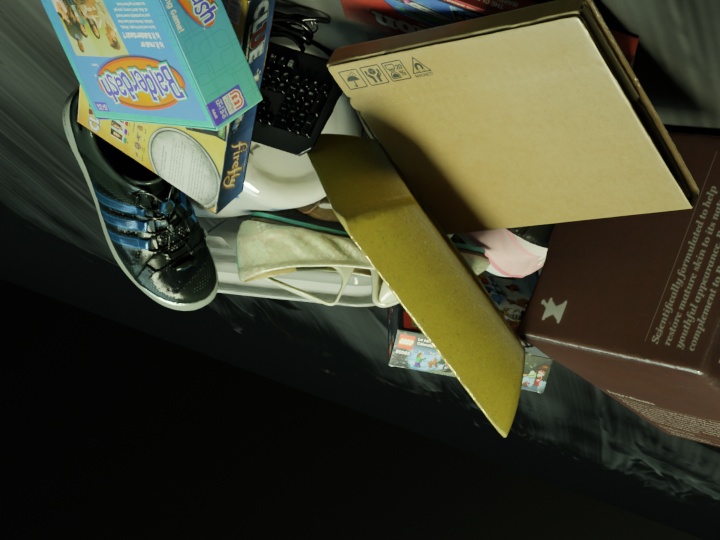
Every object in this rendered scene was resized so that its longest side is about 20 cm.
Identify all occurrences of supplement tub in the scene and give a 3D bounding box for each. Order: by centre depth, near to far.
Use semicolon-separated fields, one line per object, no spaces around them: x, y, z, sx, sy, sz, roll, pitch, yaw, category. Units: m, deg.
-0.093;-0.110;1.349;0.131;0.133;0.200;28;169;-22;supplement tub

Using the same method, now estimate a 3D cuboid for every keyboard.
-0.100;-0.157;1.218;0.199;0.105;0.040;19;166;28;keyboard

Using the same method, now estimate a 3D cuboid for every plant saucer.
0.044;-0.006;1.174;0.200;0.048;0.200;53;-176;-22;plant saucer

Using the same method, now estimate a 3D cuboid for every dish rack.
-0.051;-0.019;1.441;0.199;0.044;0.172;6;-163;16;dish rack

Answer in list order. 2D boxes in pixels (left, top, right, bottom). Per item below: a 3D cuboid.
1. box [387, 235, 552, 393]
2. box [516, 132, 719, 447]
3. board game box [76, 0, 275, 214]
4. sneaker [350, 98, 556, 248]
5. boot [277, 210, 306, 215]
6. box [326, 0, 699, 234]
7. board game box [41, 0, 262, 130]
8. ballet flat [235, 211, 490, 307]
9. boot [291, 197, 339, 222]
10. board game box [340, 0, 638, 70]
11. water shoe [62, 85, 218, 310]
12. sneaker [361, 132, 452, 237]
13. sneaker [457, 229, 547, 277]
0.093;0.027;1.491;0.136;0.038;0.200;11;-151;-6;box
0.250;0.021;1.166;0.200;0.167;0.164;32;167;-40;box
-0.131;-0.149;1.163;0.135;0.035;0.201;34;140;16;board game box
0.077;-0.090;1.221;0.200;0.076;0.115;37;176;-11;sneaker
-0.112;-0.094;1.636;0.150;0.074;0.200;18;174;25;boot
0.096;-0.092;1.077;0.199;0.021;0.164;-6;134;41;box
-0.156;-0.189;1.068;0.152;0.045;0.201;11;130;49;board game box
0.000;0.000;1.315;0.198;0.063;0.067;8;173;0;ballet flat
-0.029;-0.071;1.466;0.075;0.074;0.200;28;-174;-15;boot
0.078;-0.155;1.074;0.199;0.020;0.103;21;170;10;board game box
-0.169;-0.054;1.312;0.201;0.071;0.079;60;161;-13;water shoe
0.047;-0.075;1.389;0.080;0.071;0.200;37;-177;19;sneaker
0.143;-0.035;1.340;0.104;0.076;0.200;10;170;26;sneaker
